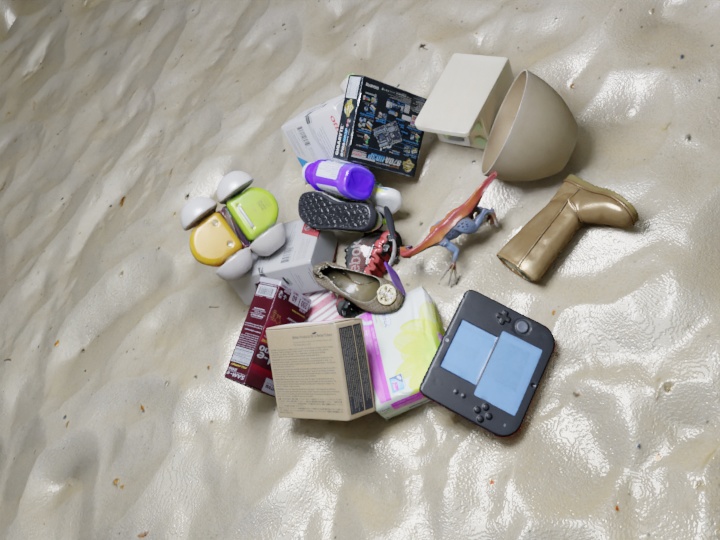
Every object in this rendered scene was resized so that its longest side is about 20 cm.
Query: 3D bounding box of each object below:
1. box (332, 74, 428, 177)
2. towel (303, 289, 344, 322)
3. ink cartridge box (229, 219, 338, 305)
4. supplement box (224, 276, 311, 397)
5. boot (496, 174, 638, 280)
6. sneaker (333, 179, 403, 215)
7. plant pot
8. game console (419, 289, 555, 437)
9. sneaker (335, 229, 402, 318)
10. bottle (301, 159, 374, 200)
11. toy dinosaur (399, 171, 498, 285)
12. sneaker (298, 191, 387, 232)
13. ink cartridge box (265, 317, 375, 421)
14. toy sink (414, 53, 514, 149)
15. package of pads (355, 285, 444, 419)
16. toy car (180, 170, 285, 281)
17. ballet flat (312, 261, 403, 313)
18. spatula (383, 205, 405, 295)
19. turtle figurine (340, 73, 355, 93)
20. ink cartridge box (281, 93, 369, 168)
[{"bbox_3d":[0.046,-0.282,1.432,0.046,0.197,0.163,19,100,46],"label":"box"},{"bbox_3d":[-0.093,0.116,1.442,0.145,0.030,0.202,-34,52,5],"label":"towel"},{"bbox_3d":[-0.158,-0.022,1.502,0.196,0.084,0.149,-11,41,23],"label":"ink cartridge box"},{"bbox_3d":[-0.175,0.128,1.387,0.060,0.108,0.204,9,74,36],"label":"supplement box"},{"bbox_3d":[0.362,-0.058,1.271,0.200,0.066,0.175,-48,39,-5],"label":"boot"},{"bbox_3d":[0.018,-0.169,1.502,0.197,0.076,0.107,0,54,42],"label":"sneaker"},{"bbox_3d":[0.323,-0.248,1.343,0.132,0.201,0.204,21,69,-4],"label":"plant pot"},{"bbox_3d":[0.213,0.154,1.199,0.174,0.031,0.203,27,74,8],"label":"game console"},{"bbox_3d":[0.000,0.000,1.430,0.097,0.071,0.203,21,72,36],"label":"sneaker"},{"bbox_3d":[-0.053,-0.187,1.459,0.199,0.082,0.067,21,94,56],"label":"bottle"},{"bbox_3d":[0.156,-0.085,1.351,0.177,0.204,0.105,-15,31,-19],"label":"toy dinosaur"},{"bbox_3d":[-0.035,-0.108,1.449,0.196,0.082,0.074,17,97,29],"label":"sneaker"},{"bbox_3d":[-0.074,0.175,1.285,0.197,0.074,0.169,-8,89,46],"label":"ink cartridge box"},{"bbox_3d":[0.218,-0.326,1.475,0.128,0.113,0.203,15,65,33],"label":"toy sink"},{"bbox_3d":[0.082,0.143,1.300,0.152,0.068,0.203,-25,54,15],"label":"package of pads"},{"bbox_3d":[-0.254,-0.085,1.465,0.198,0.150,0.177,-37,91,-9],"label":"toy car"},{"bbox_3d":[-0.010,0.026,1.344,0.197,0.046,0.068,22,74,30],"label":"ballet flat"},{"bbox_3d":[0.060,-0.042,1.352,0.020,0.056,0.204,-21,51,24],"label":"spatula"},{"bbox_3d":[0.037,-0.367,1.585,0.140,0.203,0.196,-6,46,-16],"label":"turtle figurine"},{"bbox_3d":[-0.057,-0.278,1.530,0.198,0.148,0.084,-5,29,50],"label":"ink cartridge box"}]
